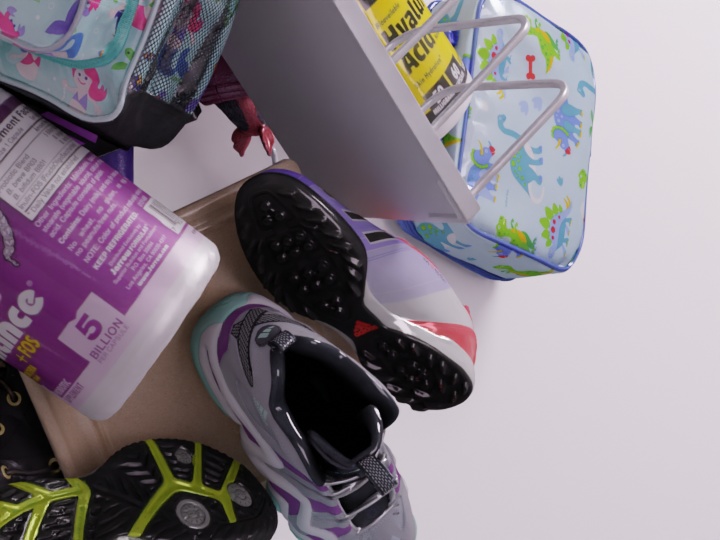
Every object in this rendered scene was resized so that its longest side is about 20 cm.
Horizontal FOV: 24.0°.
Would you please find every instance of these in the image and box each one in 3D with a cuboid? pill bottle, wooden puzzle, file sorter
[{"bbox_3d":[-0.017,-0.174,1.153,0.200,0.111,0.112,53,51,-26],"label":"pill bottle"},{"bbox_3d":[-0.093,0.056,0.976,0.199,0.037,0.186,-28,112,-23],"label":"wooden puzzle"},{"bbox_3d":[-0.179,-0.023,0.851,0.199,0.112,0.113,36,56,-7],"label":"pill bottle"},{"bbox_3d":[0.007,-0.145,0.978,0.125,0.138,0.201,-47,119,-25],"label":"file sorter"}]

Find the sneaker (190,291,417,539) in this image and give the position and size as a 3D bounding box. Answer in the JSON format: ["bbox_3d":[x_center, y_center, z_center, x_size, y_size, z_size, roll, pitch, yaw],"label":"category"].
[{"bbox_3d":[-0.008,0.106,0.929,0.078,0.140,0.200,-44,116,-14],"label":"sneaker"}]

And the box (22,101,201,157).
[{"bbox_3d":[-0.192,-0.155,0.960,0.036,0.142,0.201,-99,168,-79],"label":"box"}]

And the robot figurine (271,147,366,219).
[{"bbox_3d":[-0.048,0.027,1.088,0.170,0.112,0.202,61,31,-77],"label":"robot figurine"}]

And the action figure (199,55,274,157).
[{"bbox_3d":[-0.086,-0.166,1.031,0.149,0.133,0.201,-32,106,-75],"label":"action figure"}]

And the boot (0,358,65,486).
[{"bbox_3d":[-0.204,0.075,0.949,0.199,0.073,0.152,3,83,-49],"label":"boot"}]

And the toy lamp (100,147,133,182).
[{"bbox_3d":[-0.177,-0.127,1.022,0.058,0.058,0.202,-14,94,-46],"label":"toy lamp"}]

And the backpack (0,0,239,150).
[{"bbox_3d":[-0.141,-0.184,0.855,0.201,0.177,0.150,-64,157,-2],"label":"backpack"}]

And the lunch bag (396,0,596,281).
[{"bbox_3d":[0.102,-0.103,1.285,0.160,0.082,0.201,21,69,-43],"label":"lunch bag"}]

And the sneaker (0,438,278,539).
[{"bbox_3d":[-0.136,0.146,0.917,0.199,0.077,0.076,-4,48,-37],"label":"sneaker"}]

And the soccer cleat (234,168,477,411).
[{"bbox_3d":[0.000,0.000,0.975,0.200,0.068,0.074,44,38,-32],"label":"soccer cleat"}]
